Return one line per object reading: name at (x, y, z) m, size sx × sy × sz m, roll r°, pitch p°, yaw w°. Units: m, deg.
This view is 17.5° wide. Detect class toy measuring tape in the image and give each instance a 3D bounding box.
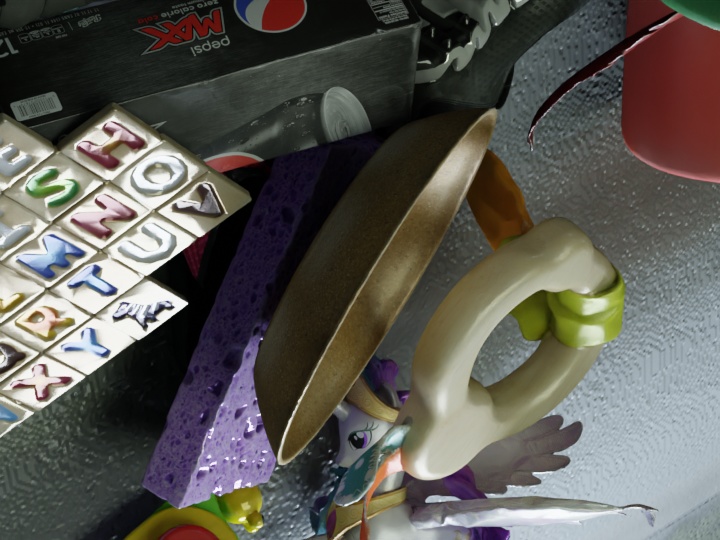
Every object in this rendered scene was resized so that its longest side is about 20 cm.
toy measuring tape at (-0.121, 0.184, 1.223) m, size 0.200 × 0.074 × 0.074 m, roll -41°, pitch 135°, yaw -20°

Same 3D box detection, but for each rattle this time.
rattle at (0.030, 0.036, 1.229) m, size 0.200 × 0.143 × 0.130 m, roll -45°, pitch 161°, yaw 2°

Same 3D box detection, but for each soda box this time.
soda box at (-0.075, -0.087, 1.071) m, size 0.200 × 0.063 × 0.071 m, roll -16°, pitch 143°, yaw -18°

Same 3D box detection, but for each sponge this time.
sponge at (-0.042, 0.021, 1.192) m, size 0.200 × 0.030 × 0.112 m, roll -66°, pitch 161°, yaw 11°

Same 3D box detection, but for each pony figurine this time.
pony figurine at (0.046, 0.147, 1.307) m, size 0.193 × 0.167 × 0.201 m, roll 6°, pitch 100°, yaw -20°

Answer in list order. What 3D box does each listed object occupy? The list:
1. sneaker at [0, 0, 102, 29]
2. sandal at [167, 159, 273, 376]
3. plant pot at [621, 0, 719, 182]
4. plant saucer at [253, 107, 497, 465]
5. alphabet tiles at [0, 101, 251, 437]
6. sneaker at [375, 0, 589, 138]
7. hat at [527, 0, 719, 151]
sneaker at (-0.114, -0.189, 0.985) m, size 0.079 × 0.076 × 0.200 m, roll -5°, pitch 142°, yaw -23°
sandal at (-0.066, -0.023, 1.175) m, size 0.075 × 0.045 × 0.200 m, roll -27°, pitch 129°, yaw -29°
plant pot at (0.233, -0.163, 1.274) m, size 0.200 × 0.200 × 0.178 m, roll -23°, pitch 117°, yaw -32°
plant saucer at (0.000, 0.000, 1.129) m, size 0.200 × 0.035 × 0.200 m, roll -58°, pitch 173°, yaw -11°
alphabet tiles at (-0.154, 0.002, 1.066) m, size 0.200 × 0.008 × 0.167 m, roll -35°, pitch 141°, yaw 19°
sneaker at (0.067, -0.130, 1.226) m, size 0.200 × 0.066 × 0.091 m, roll -36°, pitch 152°, yaw -35°
hat at (0.180, -0.174, 1.188) m, size 0.199 × 0.176 × 0.166 m, roll -9°, pitch 81°, yaw -5°
